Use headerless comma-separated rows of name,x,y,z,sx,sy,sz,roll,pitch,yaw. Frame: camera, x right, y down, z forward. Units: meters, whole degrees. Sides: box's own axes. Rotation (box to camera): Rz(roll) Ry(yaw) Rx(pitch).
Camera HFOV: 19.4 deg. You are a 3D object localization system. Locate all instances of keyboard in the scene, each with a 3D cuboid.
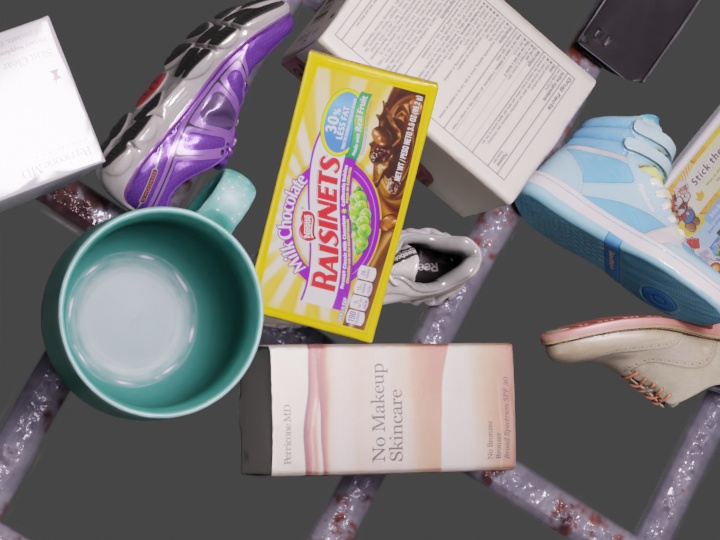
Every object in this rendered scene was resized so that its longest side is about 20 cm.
keyboard,0.239,-0.264,1.734,0.127,0.021,0.201,34,91,-24

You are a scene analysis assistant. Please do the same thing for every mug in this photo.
mug,-0.145,0.027,1.551,0.184,0.114,0.153,-24,93,-20

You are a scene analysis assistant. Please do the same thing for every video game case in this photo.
video game case,0.353,-0.059,1.785,0.182,0.023,0.200,44,74,-11

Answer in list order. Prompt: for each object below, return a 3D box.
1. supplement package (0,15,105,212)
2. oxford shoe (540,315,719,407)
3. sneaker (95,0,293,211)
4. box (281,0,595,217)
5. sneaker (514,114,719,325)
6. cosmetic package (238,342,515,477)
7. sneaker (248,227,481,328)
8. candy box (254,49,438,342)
supplement package,-0.304,-0.082,1.484,0.199,0.156,0.112,-24,93,-20
oxford shoe,0.239,0.074,1.707,0.199,0.071,0.074,2,87,-19
sneaker,-0.118,-0.125,1.609,0.083,0.081,0.200,43,82,-25
box,0.060,-0.155,1.644,0.200,0.109,0.128,40,74,-12
sneaker,0.237,-0.053,1.685,0.199,0.080,0.131,34,69,14
cosmetic package,0.012,0.106,1.614,0.199,0.087,0.104,-1,87,-19
sneaker,0.000,0.000,1.625,0.199,0.081,0.076,-10,90,-19
candy box,-0.015,-0.054,1.569,0.102,0.026,0.201,14,99,0
